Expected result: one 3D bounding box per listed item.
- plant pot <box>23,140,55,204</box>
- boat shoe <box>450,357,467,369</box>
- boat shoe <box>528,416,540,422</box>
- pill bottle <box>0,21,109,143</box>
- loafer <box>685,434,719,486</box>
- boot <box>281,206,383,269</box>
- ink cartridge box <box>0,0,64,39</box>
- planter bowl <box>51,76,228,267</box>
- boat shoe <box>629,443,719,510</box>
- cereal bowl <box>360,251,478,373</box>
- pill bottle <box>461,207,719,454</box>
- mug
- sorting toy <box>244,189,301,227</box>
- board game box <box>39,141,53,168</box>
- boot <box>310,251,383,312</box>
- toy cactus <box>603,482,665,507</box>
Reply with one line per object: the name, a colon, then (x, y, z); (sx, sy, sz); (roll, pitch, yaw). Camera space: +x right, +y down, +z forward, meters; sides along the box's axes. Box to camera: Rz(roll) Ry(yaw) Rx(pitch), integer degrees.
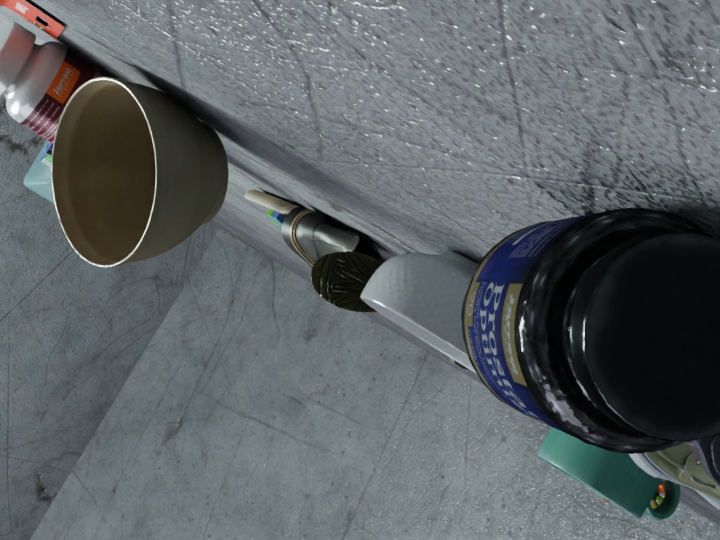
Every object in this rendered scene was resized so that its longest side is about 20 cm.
plant pot: (-0.569, -0.217, 2.581); (0.195, 0.198, 0.199); (34, 167, -30)
boat shoe: (0.152, 0.095, 1.511); (0.060, 0.072, 0.201); (34, 175, 20)
boat shoe: (0.305, 0.192, 1.731); (0.199, 0.072, 0.068); (27, -143, -40)
pill bottle: (-0.365, -0.212, 1.483); (0.199, 0.110, 0.109); (33, 176, -27)
loafer: (0.248, 0.094, 0.863); (0.200, 0.072, 0.063); (40, -167, -21)
boot: (0.000, 0.000, 1.566); (0.138, 0.078, 0.199); (21, 171, 46)
ink cartridge box: (-0.426, -0.302, 1.314); (0.199, 0.057, 0.162); (38, 174, -18)
planter bowl: (-0.232, -0.108, 1.330); (0.199, 0.202, 0.134); (29, -158, 38)
boat shoe: (0.369, 0.203, 1.303); (0.199, 0.073, 0.062); (30, 153, -20)
cereal bowl: (0.102, 0.042, 1.142); (0.199, 0.084, 0.200); (32, 177, 2)
pill bottle: (0.120, 0.027, 0.586); (0.111, 0.113, 0.200); (32, 176, -5)
mug: (0.326, 0.232, 1.542); (0.151, 0.115, 0.185); (28, 175, 41)
sorting toy: (-0.063, -0.046, 1.726); (0.199, 0.037, 0.185); (34, 176, -26)
board game box: (-0.307, -0.151, 1.600); (0.199, 0.136, 0.034); (34, 152, -22)
boot: (0.032, 0.031, 1.467); (0.173, 0.067, 0.200); (13, 175, 5)
toy cactus: (0.622, 0.486, 2.729); (0.198, 0.103, 0.165); (22, -176, 13)
